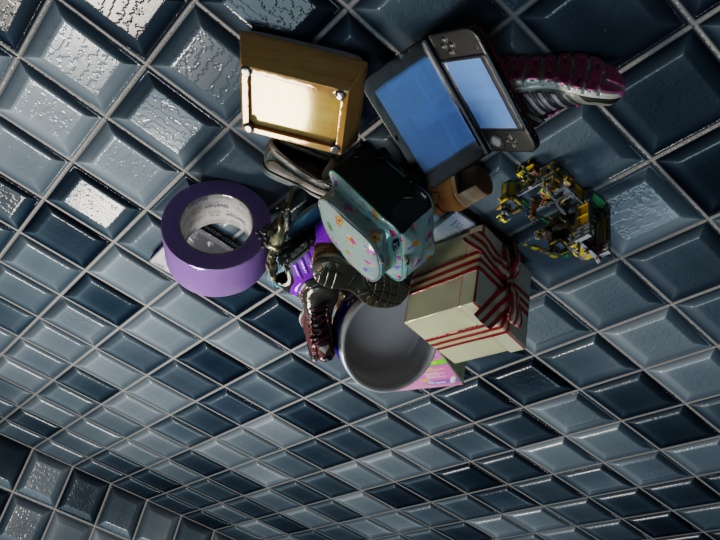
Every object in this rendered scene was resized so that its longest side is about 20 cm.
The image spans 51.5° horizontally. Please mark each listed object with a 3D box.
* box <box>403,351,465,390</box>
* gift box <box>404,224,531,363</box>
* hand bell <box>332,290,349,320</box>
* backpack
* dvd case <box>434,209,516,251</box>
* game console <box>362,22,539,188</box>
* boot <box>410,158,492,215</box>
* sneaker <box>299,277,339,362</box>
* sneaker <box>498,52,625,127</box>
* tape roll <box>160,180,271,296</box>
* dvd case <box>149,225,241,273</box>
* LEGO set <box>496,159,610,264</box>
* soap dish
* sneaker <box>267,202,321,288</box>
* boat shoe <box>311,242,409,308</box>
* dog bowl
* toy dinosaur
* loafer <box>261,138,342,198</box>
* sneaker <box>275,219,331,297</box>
[{"bbox_3d":[0.113,0.163,1.610,0.172,0.098,0.201,-10,137,29],"label":"box"},{"bbox_3d":[0.194,0.044,1.325,0.184,0.188,0.199,-19,140,39],"label":"gift box"},{"bbox_3d":[-0.030,0.031,1.437,0.101,0.105,0.203,1,129,17],"label":"hand bell"},{"bbox_3d":[0.032,-0.075,1.194,0.175,0.153,0.201,40,170,28],"label":"backpack"},{"bbox_3d":[0.177,-0.034,1.398,0.141,0.018,0.200,29,140,-18],"label":"dvd case"},{"bbox_3d":[0.127,-0.220,1.047,0.201,0.119,0.171,53,164,-25],"label":"game console"},{"bbox_3d":[0.104,-0.162,1.224,0.198,0.078,0.153,33,144,-34],"label":"boot"},{"bbox_3d":[-0.066,0.098,1.347,0.074,0.118,0.201,-10,153,-10],"label":"sneaker"},{"bbox_3d":[0.268,-0.247,1.048,0.195,0.075,0.088,7,143,18],"label":"sneaker"},{"bbox_3d":[-0.259,-0.060,1.355,0.195,0.204,0.086,13,145,1],"label":"tape roll"},{"bbox_3d":[-0.340,-0.030,1.570,0.149,0.025,0.199,32,140,-23],"label":"dvd case"},{"bbox_3d":[0.317,-0.073,1.216,0.152,0.118,0.199,-22,131,38],"label":"LEGO set"},{"bbox_3d":[-0.094,-0.265,1.134,0.195,0.083,0.159,14,144,2],"label":"soap dish"},{"bbox_3d":[-0.114,-0.061,1.416,0.076,0.082,0.201,29,121,-21],"label":"sneaker"},{"bbox_3d":[0.000,0.000,1.295,0.197,0.075,0.076,24,121,-32],"label":"boat shoe"},{"bbox_3d":[0.046,0.121,1.413,0.198,0.203,0.079,32,-178,-24],"label":"dog bowl"},{"bbox_3d":[-0.137,-0.082,1.285,0.047,0.204,0.088,23,-177,12],"label":"toy dinosaur"},{"bbox_3d":[-0.072,-0.168,1.266,0.195,0.073,0.064,17,137,-3],"label":"loafer"},{"bbox_3d":[-0.100,-0.034,1.344,0.097,0.070,0.203,18,122,-13],"label":"sneaker"}]
